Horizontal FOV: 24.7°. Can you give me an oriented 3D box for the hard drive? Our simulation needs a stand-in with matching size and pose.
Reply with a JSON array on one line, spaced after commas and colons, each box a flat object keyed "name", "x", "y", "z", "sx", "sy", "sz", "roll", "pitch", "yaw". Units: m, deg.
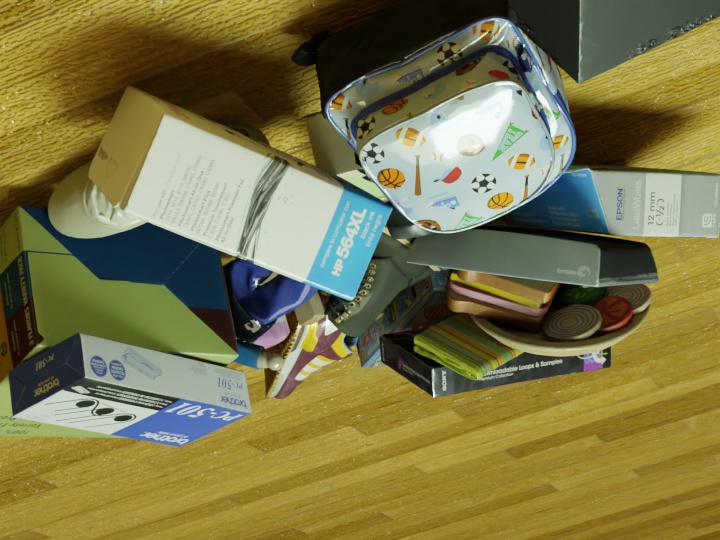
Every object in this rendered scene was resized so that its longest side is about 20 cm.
[{"name": "hard drive", "x": 0.157, "y": -0.015, "z": 1.498, "sx": 0.199, "sy": 0.043, "sz": 0.135, "roll": 8, "pitch": -174, "yaw": 36}]

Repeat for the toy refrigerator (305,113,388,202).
[{"name": "toy refrigerator", "x": 0.061, "y": -0.111, "z": 1.424, "sx": 0.199, "sy": 0.070, "sz": 0.076, "roll": -14, "pitch": 156, "yaw": 3}]

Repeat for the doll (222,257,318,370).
[{"name": "doll", "x": -0.107, "y": 0.032, "z": 1.546, "sx": 0.200, "sy": 0.137, "sz": 0.048, "roll": -35, "pitch": 174, "yaw": 25}]

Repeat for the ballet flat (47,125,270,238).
[{"name": "ballet flat", "x": -0.171, "y": -0.077, "z": 1.383, "sx": 0.199, "sy": 0.070, "sz": 0.070, "roll": -20, "pitch": 156, "yaw": 0}]

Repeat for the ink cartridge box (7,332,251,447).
[{"name": "ink cartridge box", "x": -0.196, "y": 0.106, "z": 1.423, "sx": 0.094, "sy": 0.044, "sz": 0.200, "roll": -27, "pitch": 152, "yaw": 32}]

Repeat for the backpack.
[{"name": "backpack", "x": 0.078, "y": -0.121, "z": 1.279, "sx": 0.199, "sy": 0.155, "sz": 0.190, "roll": -21, "pitch": 142, "yaw": 20}]

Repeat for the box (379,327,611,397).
[{"name": "box", "x": 0.136, "y": 0.083, "z": 1.689, "sx": 0.199, "sy": 0.036, "sz": 0.143, "roll": -6, "pitch": -167, "yaw": -19}]

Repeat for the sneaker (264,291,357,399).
[{"name": "sneaker", "x": -0.051, "y": 0.087, "z": 1.804, "sx": 0.090, "sy": 0.075, "sz": 0.200, "roll": 1, "pitch": 154, "yaw": -16}]

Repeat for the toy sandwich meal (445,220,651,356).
[{"name": "toy sandwich meal", "x": 0.188, "y": 0.010, "z": 1.633, "sx": 0.204, "sy": 0.205, "sz": 0.071, "roll": -8, "pitch": 122, "yaw": -9}]

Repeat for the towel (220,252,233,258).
[{"name": "towel", "x": -0.201, "y": -0.032, "z": 1.531, "sx": 0.199, "sy": 0.023, "sz": 0.144, "roll": -9, "pitch": 157, "yaw": -9}]

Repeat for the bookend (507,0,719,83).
[{"name": "bookend", "x": 0.202, "y": -0.261, "z": 1.112, "sx": 0.198, "sy": 0.092, "sz": 0.200, "roll": -27, "pitch": 140, "yaw": -16}]

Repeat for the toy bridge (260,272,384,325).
[{"name": "toy bridge", "x": -0.059, "y": 0.021, "z": 1.658, "sx": 0.027, "sy": 0.068, "sz": 0.200, "roll": -31, "pitch": 160, "yaw": 38}]

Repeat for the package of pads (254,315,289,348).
[{"name": "package of pads", "x": -0.182, "y": 0.072, "z": 1.685, "sx": 0.199, "sy": 0.076, "sz": 0.120, "roll": -24, "pitch": 168, "yaw": 27}]

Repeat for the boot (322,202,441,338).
[{"name": "boot", "x": 0.000, "y": 0.000, "z": 1.573, "sx": 0.138, "sy": 0.078, "sz": 0.200, "roll": -44, "pitch": 148, "yaw": 9}]

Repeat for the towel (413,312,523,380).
[{"name": "towel", "x": 0.149, "y": 0.057, "z": 1.651, "sx": 0.200, "sy": 0.086, "sz": 0.018, "roll": -23, "pitch": 130, "yaw": -40}]

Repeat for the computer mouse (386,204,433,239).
[{"name": "computer mouse", "x": 0.074, "y": -0.062, "z": 1.514, "sx": 0.058, "sy": 0.034, "sz": 0.200, "roll": -8, "pitch": -172, "yaw": 22}]

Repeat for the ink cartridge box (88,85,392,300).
[{"name": "ink cartridge box", "x": -0.097, "y": -0.062, "z": 1.286, "sx": 0.199, "sy": 0.085, "sz": 0.146, "roll": 23, "pitch": -175, "yaw": -23}]

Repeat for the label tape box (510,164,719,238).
[{"name": "label tape box", "x": 0.212, "y": -0.066, "z": 1.521, "sx": 0.199, "sy": 0.066, "sz": 0.143, "roll": -2, "pitch": -174, "yaw": -32}]

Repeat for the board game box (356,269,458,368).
[{"name": "board game box", "x": 0.105, "y": 0.030, "z": 1.770, "sx": 0.199, "sy": 0.062, "sz": 0.200, "roll": -7, "pitch": 157, "yaw": -12}]

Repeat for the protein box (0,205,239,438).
[{"name": "protein box", "x": -0.252, "y": 0.053, "z": 1.502, "sx": 0.198, "sy": 0.135, "sz": 0.200, "roll": 5, "pitch": 151, "yaw": -35}]
